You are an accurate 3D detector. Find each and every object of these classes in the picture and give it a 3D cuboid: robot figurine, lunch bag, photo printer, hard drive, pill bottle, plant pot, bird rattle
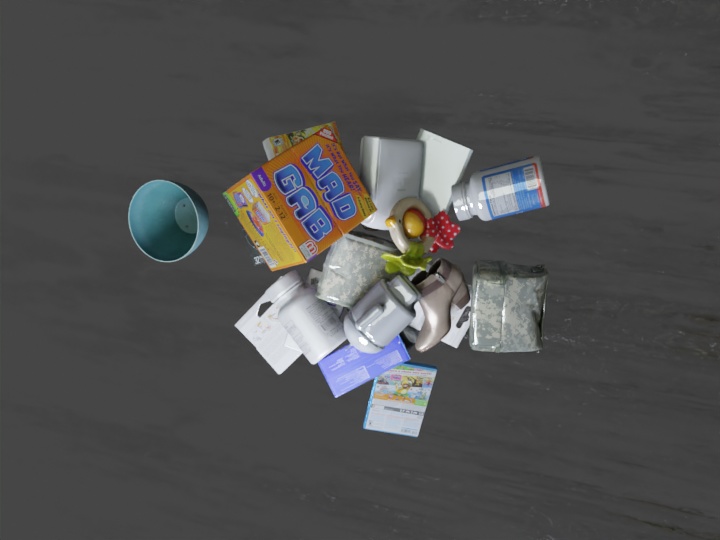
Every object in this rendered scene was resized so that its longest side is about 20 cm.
[{"bbox_3d":[0.042,0.100,1.395,0.200,0.169,0.113,-46,71,12],"label":"robot figurine"},{"bbox_3d":[0.329,0.082,1.424,0.166,0.139,0.202,4,105,10],"label":"lunch bag"},{"bbox_3d":[0.064,-0.191,1.413,0.069,0.166,0.202,14,104,40],"label":"photo printer"},{"bbox_3d":[0.162,-0.208,1.477,0.131,0.026,0.202,25,108,11],"label":"hard drive"},{"bbox_3d":[-0.126,0.104,1.474,0.114,0.114,0.201,-38,87,20],"label":"pill bottle"},{"bbox_3d":[0.000,0.000,1.469,0.198,0.117,0.166,15,101,-31],"label":"lunch bag"},{"bbox_3d":[-0.465,-0.132,1.627,0.198,0.135,0.202,3,102,16],"label":"plant pot"},{"bbox_3d":[0.129,-0.085,1.395,0.112,0.200,0.164,-1,127,53],"label":"bird rattle"},{"bbox_3d":[0.304,-0.172,1.396,0.198,0.112,0.113,-12,97,20],"label":"pill bottle"}]

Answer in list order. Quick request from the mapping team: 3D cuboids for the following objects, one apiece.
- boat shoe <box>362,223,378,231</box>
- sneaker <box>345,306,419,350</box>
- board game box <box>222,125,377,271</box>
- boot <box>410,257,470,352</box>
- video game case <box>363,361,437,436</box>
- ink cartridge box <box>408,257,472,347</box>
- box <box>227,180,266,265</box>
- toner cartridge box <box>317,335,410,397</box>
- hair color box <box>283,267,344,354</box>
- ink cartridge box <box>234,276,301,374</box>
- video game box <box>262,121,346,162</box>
[{"bbox_3d":[0.032,-0.193,1.493,0.075,0.074,0.202,13,104,18],"label":"boat shoe"},{"bbox_3d":[0.037,0.156,1.561,0.199,0.075,0.115,27,105,8],"label":"sneaker"},{"bbox_3d":[-0.129,-0.143,1.328,0.201,0.199,0.199,58,154,-11],"label":"board game box"},{"bbox_3d":[0.160,0.072,1.450,0.200,0.070,0.146,-49,123,-4],"label":"boot"},{"bbox_3d":[0.096,0.313,1.570,0.142,0.018,0.202,10,112,-6],"label":"video game case"},{"bbox_3d":[0.177,0.072,1.529,0.198,0.050,0.162,24,108,-8],"label":"ink cartridge box"},{"bbox_3d":[-0.205,-0.136,1.552,0.147,0.124,0.202,-17,95,18],"label":"box"},{"bbox_3d":[0.009,0.208,1.499,0.199,0.043,0.096,-27,91,4],"label":"toner cartridge box"},{"bbox_3d":[-0.103,0.106,1.563,0.108,0.065,0.202,20,88,1],"label":"hair color box"},{"bbox_3d":[-0.198,0.138,1.647,0.200,0.045,0.176,-44,87,19],"label":"ink cartridge box"},{"bbox_3d":[-0.110,-0.227,1.485,0.047,0.181,0.202,-10,100,58],"label":"video game box"}]
